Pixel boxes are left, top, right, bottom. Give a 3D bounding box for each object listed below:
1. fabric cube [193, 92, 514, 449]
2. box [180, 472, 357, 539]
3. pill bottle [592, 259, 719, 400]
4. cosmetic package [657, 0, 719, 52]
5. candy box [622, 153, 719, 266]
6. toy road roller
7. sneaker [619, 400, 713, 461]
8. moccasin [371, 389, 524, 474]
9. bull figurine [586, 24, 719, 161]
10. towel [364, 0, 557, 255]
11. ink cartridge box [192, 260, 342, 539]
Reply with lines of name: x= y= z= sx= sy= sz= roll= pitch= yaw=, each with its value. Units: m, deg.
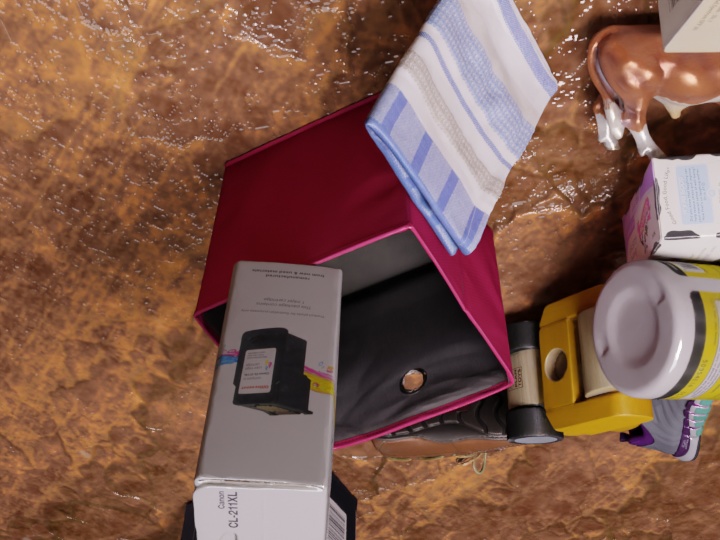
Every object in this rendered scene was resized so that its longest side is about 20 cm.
fabric cube: x=0.000 y=0.000 z=0.876 sx=0.195 sy=0.200 sz=0.200 roll=-23 pitch=127 yaw=19
box: x=-0.113 y=0.337 z=1.209 sx=0.199 sy=0.148 sz=0.104 roll=-22 pitch=128 yaw=21
pill bottle: x=0.309 y=0.053 z=0.860 sx=0.199 sy=0.115 sz=0.115 roll=4 pitch=133 yaw=-24
cosmetic package: x=0.323 y=-0.208 z=0.716 sx=0.199 sy=0.074 sz=0.104 roll=-1 pitch=167 yaw=-2
candy box: x=0.336 y=-0.044 z=0.862 sx=0.199 sy=0.072 sz=0.168 roll=-4 pitch=166 yaw=5
toy road roller: x=0.238 y=0.101 z=0.995 sx=0.145 sy=0.124 sz=0.200 roll=10 pitch=158 yaw=-28
sneaker: x=0.323 y=0.126 z=1.067 sx=0.087 sy=0.075 sz=0.201 roll=5 pitch=129 yaw=11
moccasin: x=0.112 y=0.179 z=1.115 sx=0.200 sy=0.074 sz=0.078 roll=-12 pitch=139 yaw=8
bull figurine: x=0.282 y=-0.154 z=0.816 sx=0.199 sy=0.065 sz=0.122 roll=0 pitch=113 yaw=7
towel: x=0.085 y=-0.129 z=0.775 sx=0.024 sy=0.200 sz=0.147 roll=-1 pitch=138 yaw=43
ink cartridge box: x=-0.060 y=0.114 z=0.713 sx=0.082 sy=0.201 sz=0.146 roll=4 pitch=132 yaw=-1
